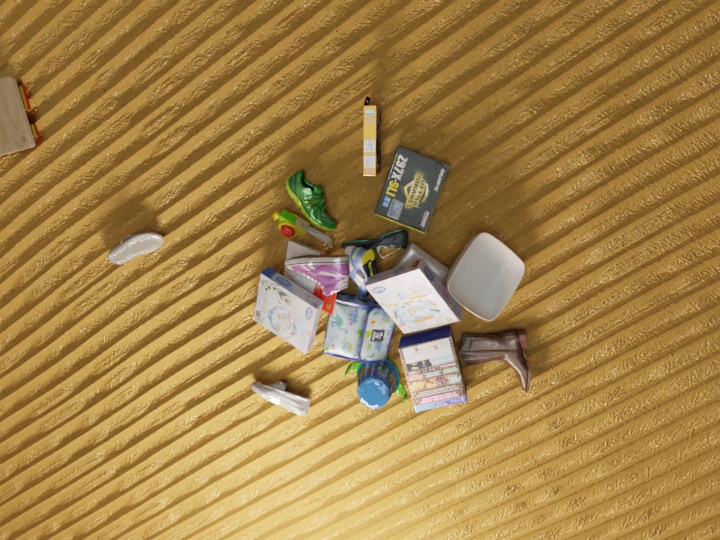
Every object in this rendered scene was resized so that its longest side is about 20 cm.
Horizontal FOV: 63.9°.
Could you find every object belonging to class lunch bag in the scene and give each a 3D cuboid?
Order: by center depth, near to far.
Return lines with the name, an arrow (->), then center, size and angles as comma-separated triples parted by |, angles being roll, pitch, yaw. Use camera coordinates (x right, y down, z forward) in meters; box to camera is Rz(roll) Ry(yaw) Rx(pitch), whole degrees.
lunch bag -> -0.001, 0.170, 1.683 | 0.196, 0.128, 0.174 | 12, 102, -6

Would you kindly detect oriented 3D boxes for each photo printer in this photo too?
photo printer -> 0.178, 0.043, 1.641 | 0.198, 0.070, 0.168 | 33, 105, -7

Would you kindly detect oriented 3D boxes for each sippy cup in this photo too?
sippy cup -> 0.046, 0.337, 1.703 | 0.174, 0.130, 0.143 | -9, 102, 10

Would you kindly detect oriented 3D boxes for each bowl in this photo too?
bowl -> 0.330, 0.014, 1.581 | 0.198, 0.075, 0.202 | 34, 88, -22

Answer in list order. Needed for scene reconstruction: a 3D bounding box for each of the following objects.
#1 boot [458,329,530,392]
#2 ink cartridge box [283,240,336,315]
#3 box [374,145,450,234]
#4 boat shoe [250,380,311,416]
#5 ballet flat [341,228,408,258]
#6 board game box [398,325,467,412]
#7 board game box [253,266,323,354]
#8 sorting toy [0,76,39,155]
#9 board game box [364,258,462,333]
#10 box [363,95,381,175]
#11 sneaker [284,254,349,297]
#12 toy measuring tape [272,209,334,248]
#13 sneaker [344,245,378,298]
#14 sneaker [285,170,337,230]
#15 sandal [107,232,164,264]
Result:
boot -> 0.384, 0.266, 1.667 | 0.195, 0.064, 0.191 | -7, 88, 7
ink cartridge box -> -0.145, 0.019, 1.652 | 0.199, 0.056, 0.166 | 26, 110, 46
box -> 0.143, -0.226, 1.607 | 0.157, 0.049, 0.204 | 21, 105, 6
boat shoe -> -0.246, 0.381, 1.795 | 0.197, 0.072, 0.070 | 24, 84, 10
ballet flat -> 0.042, -0.066, 1.644 | 0.196, 0.073, 0.075 | -12, 101, 9
board game box -> 0.212, 0.286, 1.682 | 0.156, 0.097, 0.204 | -14, 100, 12
board game box -> -0.212, 0.118, 1.679 | 0.197, 0.043, 0.202 | 31, 133, 14
sorting toy -> -1.078, -0.453, 1.737 | 0.194, 0.070, 0.204 | -10, 101, 11
board game box -> 0.142, 0.075, 1.559 | 0.198, 0.041, 0.200 | -18, 122, 41
box -> 0.033, -0.362, 1.556 | 0.040, 0.119, 0.205 | 4, 103, 8
sneaker -> -0.122, 0.017, 1.586 | 0.197, 0.072, 0.117 | 2, 101, 28
toy measuring tape -> -0.172, -0.114, 1.681 | 0.198, 0.074, 0.074 | 30, 106, -17
sneaker -> 0.000, 0.000, 1.635 | 0.081, 0.074, 0.202 | 21, 146, 22
sneaker -> -0.132, -0.197, 1.642 | 0.083, 0.074, 0.201 | -39, 94, 19
sandal -> -0.693, -0.081, 1.766 | 0.199, 0.083, 0.051 | -21, 56, 14
